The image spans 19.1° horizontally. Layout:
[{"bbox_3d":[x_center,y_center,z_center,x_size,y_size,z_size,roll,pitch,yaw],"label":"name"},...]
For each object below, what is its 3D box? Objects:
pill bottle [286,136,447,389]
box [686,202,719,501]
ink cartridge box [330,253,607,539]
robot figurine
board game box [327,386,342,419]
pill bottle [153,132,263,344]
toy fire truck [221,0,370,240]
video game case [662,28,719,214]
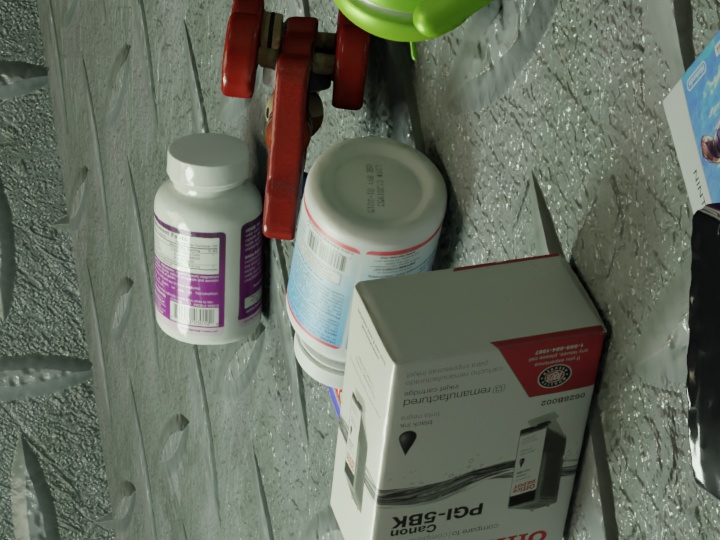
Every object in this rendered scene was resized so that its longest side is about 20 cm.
[{"bbox_3d":[0.000,0.000,1.654,0.200,0.109,0.109,103,156,-49],"label":"pill bottle"},{"bbox_3d":[0.227,0.034,0.691,0.148,0.200,0.104,-143,48,-67],"label":"box"},{"bbox_3d":[0.067,0.098,1.387,0.083,0.147,0.200,-116,24,-46],"label":"ink cartridge box"},{"bbox_3d":[0.036,-0.236,1.419,0.200,0.116,0.176,102,151,-49],"label":"robot figurine"},{"bbox_3d":[-0.017,0.034,1.877,0.200,0.029,0.135,-111,22,-43],"label":"board game box"},{"bbox_3d":[-0.155,-0.034,2.185,0.112,0.112,0.200,-123,31,-58],"label":"pill bottle"},{"bbox_3d":[-0.056,-0.126,1.713,0.200,0.112,0.168,-91,7,-73],"label":"toy fire truck"},{"bbox_3d":[0.214,-0.043,0.994,0.200,0.045,0.182,120,140,-65],"label":"video game case"}]
